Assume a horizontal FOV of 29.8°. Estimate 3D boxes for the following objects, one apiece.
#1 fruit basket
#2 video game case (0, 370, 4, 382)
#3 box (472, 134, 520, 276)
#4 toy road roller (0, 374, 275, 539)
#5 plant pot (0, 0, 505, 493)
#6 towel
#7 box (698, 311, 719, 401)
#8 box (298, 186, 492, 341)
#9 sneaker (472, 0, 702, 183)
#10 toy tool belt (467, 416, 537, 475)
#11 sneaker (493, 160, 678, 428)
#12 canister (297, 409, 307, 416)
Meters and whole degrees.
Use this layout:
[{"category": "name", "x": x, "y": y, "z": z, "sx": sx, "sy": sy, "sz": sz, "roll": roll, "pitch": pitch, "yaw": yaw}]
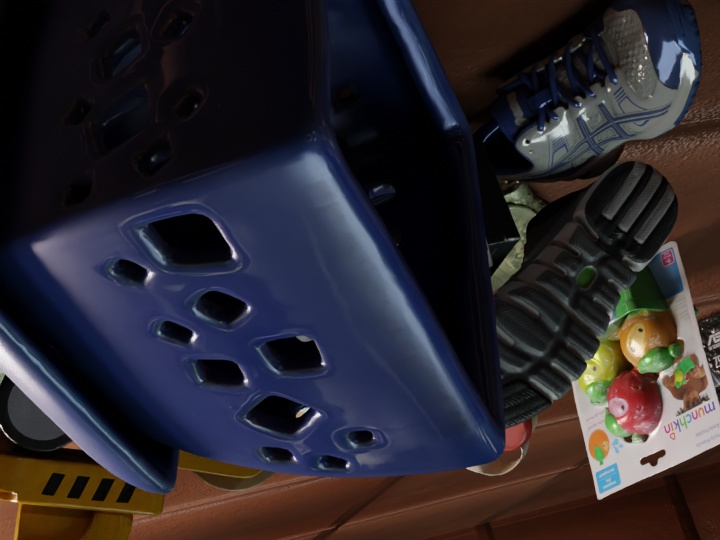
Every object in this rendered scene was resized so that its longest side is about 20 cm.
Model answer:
[{"category": "fruit basket", "x": 0.257, "y": 0.097, "z": 1.295, "sx": 0.094, "sy": 0.200, "sz": 0.185, "roll": 11, "pitch": 150, "yaw": -28}, {"category": "video game case", "x": -0.322, "y": 0.098, "z": 1.045, "sx": 0.182, "sy": 0.022, "sz": 0.200, "roll": -29, "pitch": 159, "yaw": 33}, {"category": "box", "x": 0.000, "y": 0.000, "z": 0.877, "sx": 0.141, "sy": 0.079, "sz": 0.200, "roll": -14, "pitch": 161, "yaw": -18}, {"category": "toy road roller", "x": -0.155, "y": 0.134, "z": 0.871, "sx": 0.200, "sy": 0.146, "sz": 0.123, "roll": 9, "pitch": 176, "yaw": -13}, {"category": "plant pot", "x": -0.060, "y": -0.032, "z": 0.553, "sx": 0.180, "sy": 0.200, "sz": 0.200, "roll": -16, "pitch": 137, "yaw": 15}, {"category": "towel", "x": 0.088, "y": -0.015, "z": 1.069, "sx": 0.148, "sy": 0.037, "sz": 0.200, "roll": -22, "pitch": 162, "yaw": 16}, {"category": "box", "x": 0.491, "y": 0.095, "z": 1.679, "sx": 0.200, "sy": 0.086, "sz": 0.164, "roll": -29, "pitch": 158, "yaw": 33}, {"category": "box", "x": -0.031, "y": 0.005, "z": 0.712, "sx": 0.200, "sy": 0.035, "sz": 0.110, "roll": -26, "pitch": 150, "yaw": -2}, {"category": "sneaker", "x": 0.127, "y": -0.099, "z": 0.796, "sx": 0.088, "sy": 0.075, "sz": 0.200, "roll": -11, "pitch": 160, "yaw": -18}, {"category": "toy tool belt", "x": 0.070, "y": 0.085, "z": 1.143, "sx": 0.200, "sy": 0.125, "sz": 0.123, "roll": 15, "pitch": -157, "yaw": 23}, {"category": "sneaker", "x": 0.116, "y": 0.019, "z": 0.865, "sx": 0.200, "sy": 0.075, "sz": 0.115, "roll": -48, "pitch": -172, "yaw": -6}, {"category": "canister", "x": -0.140, "y": 0.124, "z": 1.165, "sx": 0.200, "sy": 0.087, "sz": 0.149, "roll": -15, "pitch": 173, "yaw": -11}]
